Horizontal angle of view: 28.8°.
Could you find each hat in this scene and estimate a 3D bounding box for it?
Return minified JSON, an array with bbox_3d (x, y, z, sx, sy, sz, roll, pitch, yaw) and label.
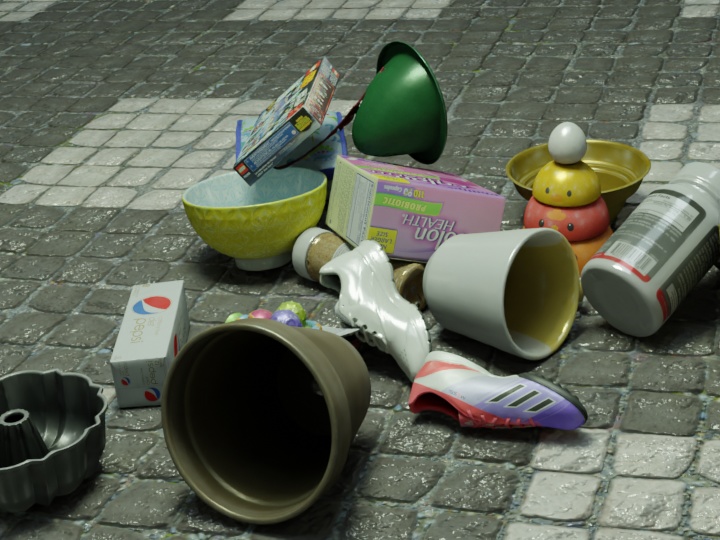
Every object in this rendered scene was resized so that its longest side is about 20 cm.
[{"bbox_3d":[-0.001,-0.187,1.862,0.174,0.201,0.166,-24,56,-24],"label":"hat"}]

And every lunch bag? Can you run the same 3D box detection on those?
[{"bbox_3d":[-0.100,-0.160,2.082,0.167,0.129,0.200,-7,15,-2],"label":"lunch bag"}]

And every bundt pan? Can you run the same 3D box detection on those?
[{"bbox_3d":[-0.360,0.186,1.482,0.199,0.077,0.203,-5,26,3],"label":"bundt pan"}]

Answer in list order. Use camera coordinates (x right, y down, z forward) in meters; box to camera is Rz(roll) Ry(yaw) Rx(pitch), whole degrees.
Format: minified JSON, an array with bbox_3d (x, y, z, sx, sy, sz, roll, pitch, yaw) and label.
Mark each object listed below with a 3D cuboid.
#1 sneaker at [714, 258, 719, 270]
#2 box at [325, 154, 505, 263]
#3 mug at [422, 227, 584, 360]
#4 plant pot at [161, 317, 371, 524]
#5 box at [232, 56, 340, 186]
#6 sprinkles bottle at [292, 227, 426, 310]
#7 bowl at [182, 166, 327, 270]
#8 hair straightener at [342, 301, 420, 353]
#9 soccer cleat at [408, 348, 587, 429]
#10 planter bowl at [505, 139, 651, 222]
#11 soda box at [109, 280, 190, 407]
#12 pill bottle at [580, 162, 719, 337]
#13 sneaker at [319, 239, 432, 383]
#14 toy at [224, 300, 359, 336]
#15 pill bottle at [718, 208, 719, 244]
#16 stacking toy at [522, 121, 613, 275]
[{"bbox_3d":[0.487,-0.011,1.677,0.071,0.083,0.200,25,17,-33],"label":"sneaker"},{"bbox_3d":[0.066,-0.077,1.812,0.173,0.098,0.200,8,11,-17],"label":"box"},{"bbox_3d":[0.165,0.030,1.662,0.152,0.187,0.151,8,63,44],"label":"mug"},{"bbox_3d":[-0.077,0.136,1.428,0.197,0.203,0.173,6,11,24],"label":"plant pot"},{"bbox_3d":[-0.099,-0.208,1.932,0.136,0.040,0.201,-38,17,22],"label":"box"},{"bbox_3d":[0.000,0.000,1.797,0.068,0.069,0.199,-27,33,-37],"label":"sprinkles bottle"},{"bbox_3d":[-0.137,-0.063,1.901,0.197,0.109,0.200,-6,18,2],"label":"bowl"},{"bbox_3d":[-0.017,0.075,1.672,0.198,0.041,0.077,-24,30,-21],"label":"hair straightener"},{"bbox_3d":[0.144,0.144,1.490,0.198,0.069,0.074,15,56,30],"label":"soccer cleat"},{"bbox_3d":[0.300,-0.107,1.933,0.197,0.085,0.201,-4,26,2],"label":"planter bowl"},{"bbox_3d":[-0.250,0.085,1.683,0.067,0.065,0.201,-5,25,2],"label":"soda box"},{"bbox_3d":[0.361,-0.028,1.654,0.113,0.115,0.200,22,57,44],"label":"pill bottle"},{"bbox_3d":[0.020,0.058,1.627,0.086,0.075,0.201,-21,55,-18],"label":"sneaker"},{"bbox_3d":[-0.103,0.065,1.641,0.114,0.048,0.199,-20,9,-31],"label":"toy"},{"bbox_3d":[0.455,0.012,1.549,0.108,0.110,0.202,-1,59,11],"label":"pill bottle"},{"bbox_3d":[0.258,-0.091,1.774,0.144,0.203,0.147,-5,25,2],"label":"stacking toy"}]
